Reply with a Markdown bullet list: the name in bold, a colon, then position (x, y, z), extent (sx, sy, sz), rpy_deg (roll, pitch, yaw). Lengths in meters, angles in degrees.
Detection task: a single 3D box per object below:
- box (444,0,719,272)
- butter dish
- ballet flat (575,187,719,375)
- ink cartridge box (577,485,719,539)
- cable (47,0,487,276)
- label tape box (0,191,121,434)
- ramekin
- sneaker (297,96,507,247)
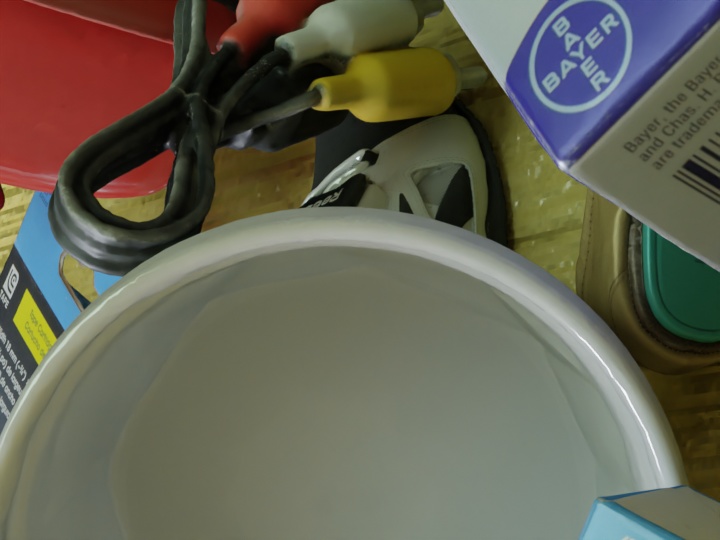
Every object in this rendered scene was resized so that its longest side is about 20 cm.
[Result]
- **box**: position (0.096, -0.135, 0.692), extent (0.184, 0.105, 0.200), rpy_deg (-45, 50, 17)
- **butter dish**: position (-0.134, -0.088, 1.002), extent (0.148, 0.199, 0.200), rpy_deg (-64, 25, 21)
- **ballet flat**: position (0.093, -0.068, 0.796), extent (0.063, 0.068, 0.201), rpy_deg (162, 119, -69)
- **ink cartridge box**: position (0.082, 0.170, 0.672), extent (0.116, 0.068, 0.201), rpy_deg (26, 101, 25)
- **cable**: position (-0.042, -0.063, 0.851), extent (0.097, 0.200, 0.050), rpy_deg (39, 122, 15)
- **label tape box**: position (-0.115, 0.078, 1.048), extent (0.201, 0.063, 0.144), rpy_deg (-63, 34, 19)
- **ramekin**: position (-0.004, 0.076, 0.768), extent (0.105, 0.199, 0.201), rpy_deg (-69, 0, -80)
- **sneaker**: position (0.000, 0.000, 0.887), extent (0.074, 0.088, 0.201), rpy_deg (-49, 39, 37)
